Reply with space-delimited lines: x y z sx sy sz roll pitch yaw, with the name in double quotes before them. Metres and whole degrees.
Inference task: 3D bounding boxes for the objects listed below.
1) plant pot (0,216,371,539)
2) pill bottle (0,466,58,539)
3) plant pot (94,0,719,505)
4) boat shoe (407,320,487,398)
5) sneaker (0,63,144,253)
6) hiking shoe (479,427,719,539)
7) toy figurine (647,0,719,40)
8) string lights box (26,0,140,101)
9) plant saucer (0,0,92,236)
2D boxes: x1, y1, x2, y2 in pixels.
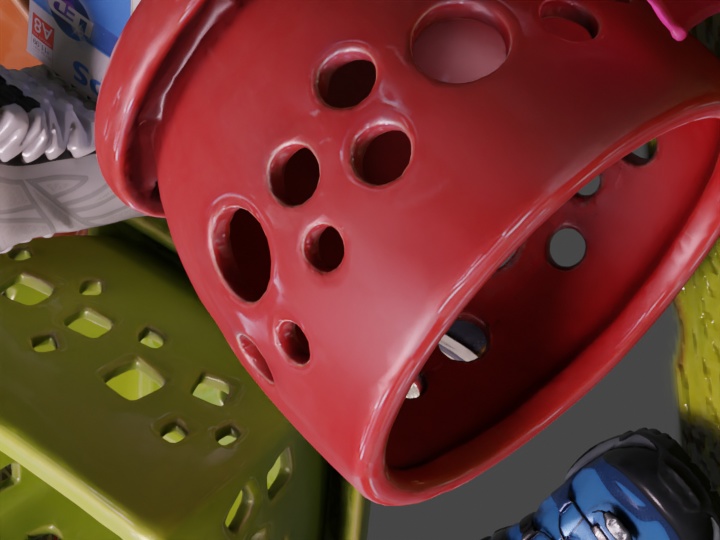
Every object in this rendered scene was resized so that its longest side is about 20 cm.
"plant pot" -0.103 0.091 1.321 0.200 0.181 0.199 32 139 27
"pill bottle" -0.237 0.123 1.522 0.111 0.111 0.200 9 142 45
"plant pot" 0.015 -0.044 1.060 0.182 0.200 0.200 44 144 18
"boat shoe" 0.000 0.000 1.230 0.200 0.062 0.075 30 158 34
"sneaker" -0.142 -0.043 1.256 0.075 0.200 0.081 36 103 29
"hiking shoe" 0.082 0.135 1.229 0.074 0.087 0.200 50 145 5
"toy figurine" 0.165 -0.096 0.926 0.200 0.150 0.184 -43 74 33
"string lights box" -0.078 -0.149 1.196 0.103 0.059 0.200 35 142 22
"plant saucer" -0.188 -0.090 1.396 0.200 0.032 0.200 29 138 30
